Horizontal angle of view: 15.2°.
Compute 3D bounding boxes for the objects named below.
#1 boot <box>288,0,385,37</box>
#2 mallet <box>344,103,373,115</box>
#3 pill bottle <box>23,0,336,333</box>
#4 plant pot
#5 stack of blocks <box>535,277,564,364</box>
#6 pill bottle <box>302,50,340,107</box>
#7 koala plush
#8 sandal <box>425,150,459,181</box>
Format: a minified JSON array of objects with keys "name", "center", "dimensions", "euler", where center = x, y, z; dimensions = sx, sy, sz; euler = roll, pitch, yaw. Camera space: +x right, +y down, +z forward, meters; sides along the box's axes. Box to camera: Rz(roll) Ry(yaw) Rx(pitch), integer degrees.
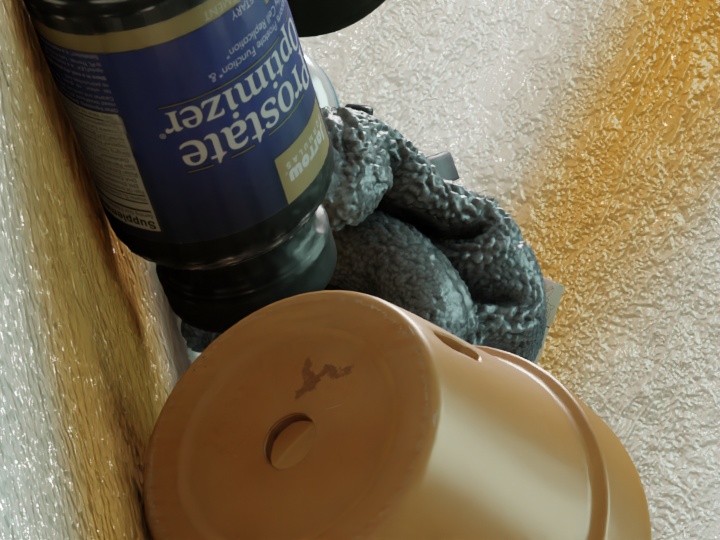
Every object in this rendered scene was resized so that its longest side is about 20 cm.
[{"name":"boot","center":[-0.065,-0.197,1.623],"dimensions":[0.175,0.199,0.069],"euler":[-91,155,-56]},{"name":"mallet","center":[0.000,0.000,1.674],"dimensions":[0.041,0.066,0.201],"euler":[-8,111,-54]},{"name":"pill bottle","center":[-0.075,-0.073,1.225],"dimensions":[0.112,0.111,0.201],"euler":[-104,177,-52]},{"name":"plant pot","center":[0.002,0.102,1.113],"dimensions":[0.140,0.199,0.201],"euler":[46,22,-46]},{"name":"stack of blocks","center":[0.038,0.008,1.797],"dimensions":[0.115,0.199,0.059],"euler":[22,86,-45]},{"name":"pill bottle","center":[-0.068,-0.094,1.701],"dimensions":[0.200,0.110,0.111],"euler":[-53,127,-87]},{"name":"koala plush","center":[-0.003,0.059,1.363],"dimensions":[0.177,0.183,0.201],"euler":[-46,-159,48]},{"name":"sandal","center":[-0.022,-0.029,1.739],"dimensions":[0.076,0.199,0.043],"euler":[-23,95,-49]}]
